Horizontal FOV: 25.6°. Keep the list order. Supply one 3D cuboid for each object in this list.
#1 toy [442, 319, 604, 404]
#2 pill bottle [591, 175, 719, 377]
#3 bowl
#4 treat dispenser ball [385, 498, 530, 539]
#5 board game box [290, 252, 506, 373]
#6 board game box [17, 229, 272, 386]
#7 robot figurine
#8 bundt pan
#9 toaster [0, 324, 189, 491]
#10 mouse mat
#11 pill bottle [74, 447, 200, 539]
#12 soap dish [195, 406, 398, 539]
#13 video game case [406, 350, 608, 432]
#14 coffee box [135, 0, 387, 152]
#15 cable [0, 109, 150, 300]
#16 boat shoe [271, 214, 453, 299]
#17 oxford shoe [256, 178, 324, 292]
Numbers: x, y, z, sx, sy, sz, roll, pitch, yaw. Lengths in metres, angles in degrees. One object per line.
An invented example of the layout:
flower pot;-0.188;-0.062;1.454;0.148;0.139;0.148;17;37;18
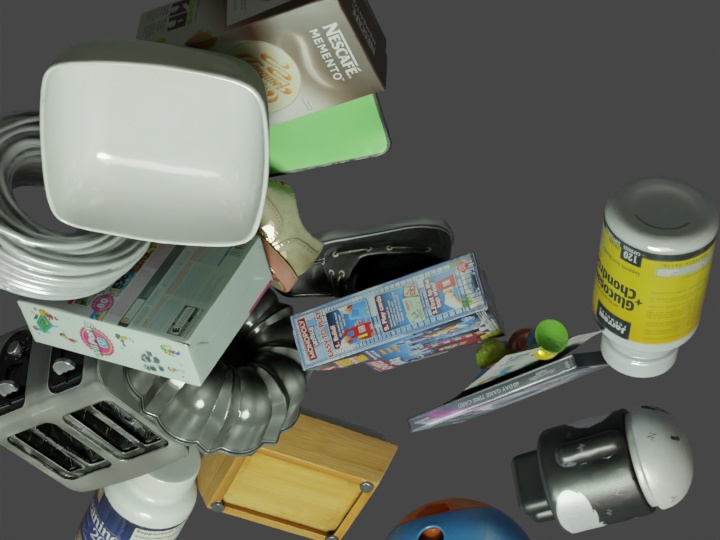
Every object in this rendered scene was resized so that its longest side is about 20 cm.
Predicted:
toy;0.163;0.087;1.671;0.115;0.047;0.200;-14;169;-20
pill bottle;0.292;0.011;1.599;0.112;0.112;0.200;1;132;1
bowl;-0.176;-0.121;1.397;0.200;0.075;0.200;8;134;0
treat dispenser ball;0.116;0.371;1.879;0.200;0.201;0.201;1;133;1
board game box;0.039;0.054;1.626;0.200;0.062;0.200;-16;167;7
board game box;-0.209;0.019;1.546;0.200;0.148;0.064;13;140;26
robot figurine;0.275;0.223;1.792;0.200;0.150;0.125;-17;102;18
bundt pan;-0.137;0.083;1.606;0.202;0.202;0.076;17;141;-14
toaster;-0.283;0.137;1.699;0.181;0.119;0.200;-20;136;29
mouse mat;-0.068;-0.173;1.507;0.161;0.008;0.200;-10;133;10
pill bottle;-0.257;0.275;1.856;0.111;0.111;0.200;17;131;-15
soap dish;-0.077;0.233;1.834;0.200;0.081;0.157;19;131;-15
video game case;0.165;0.130;1.715;0.200;0.019;0.143;-23;169;23
coffee box;-0.089;-0.198;1.424;0.200;0.080;0.114;-17;131;18
cable;-0.294;-0.060;1.485;0.200;0.200;0.069;36;132;-4
boat shoe;0.000;0.000;1.625;0.200;0.066;0.070;-11;131;12
oxford shoe;-0.110;-0.073;1.567;0.074;0.071;0.200;-44;122;-15
